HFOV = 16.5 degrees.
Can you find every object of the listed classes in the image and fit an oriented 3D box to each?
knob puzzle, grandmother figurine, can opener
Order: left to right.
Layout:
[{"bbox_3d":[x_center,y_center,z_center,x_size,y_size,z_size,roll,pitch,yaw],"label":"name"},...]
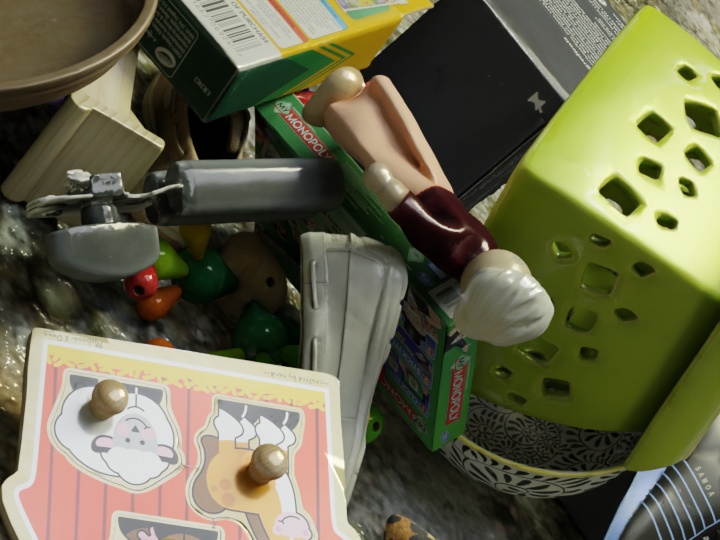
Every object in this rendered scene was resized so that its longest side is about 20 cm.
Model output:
[{"bbox_3d":[-0.099,-0.033,1.417,0.200,0.053,0.067,-9,87,-35],"label":"can opener"},{"bbox_3d":[-0.088,0.128,1.279,0.219,0.030,0.220,12,58,-20],"label":"knob puzzle"},{"bbox_3d":[0.041,-0.034,1.415,0.121,0.061,0.200,15,31,-53],"label":"grandmother figurine"}]

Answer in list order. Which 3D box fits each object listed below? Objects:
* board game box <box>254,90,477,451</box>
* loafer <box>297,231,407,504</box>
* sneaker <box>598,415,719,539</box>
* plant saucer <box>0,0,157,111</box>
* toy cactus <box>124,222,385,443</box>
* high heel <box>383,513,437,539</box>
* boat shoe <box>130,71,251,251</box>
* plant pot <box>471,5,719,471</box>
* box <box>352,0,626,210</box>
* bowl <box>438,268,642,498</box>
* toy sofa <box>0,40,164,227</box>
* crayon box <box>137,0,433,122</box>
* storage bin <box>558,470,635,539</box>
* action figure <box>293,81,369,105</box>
[{"bbox_3d":[0.000,0.000,1.527,0.029,0.135,0.200,-29,60,-21],"label":"board game box"},{"bbox_3d":[-0.028,0.077,1.402,0.070,0.201,0.070,14,-5,-5],"label":"loafer"},{"bbox_3d":[0.204,0.168,1.622,0.078,0.200,0.070,28,-18,7],"label":"sneaker"},{"bbox_3d":[-0.213,-0.146,1.401,0.199,0.030,0.200,1,37,0],"label":"plant saucer"},{"bbox_3d":[-0.061,0.022,1.496,0.200,0.102,0.165,27,23,-22],"label":"toy cactus"},{"bbox_3d":[0.042,0.233,1.387,0.200,0.071,0.142,65,22,9],"label":"high heel"},{"bbox_3d":[-0.098,-0.088,1.589,0.071,0.064,0.200,40,28,-22],"label":"boat shoe"},{"bbox_3d":[0.177,-0.007,1.542,0.181,0.200,0.199,33,47,6],"label":"plant pot"},{"bbox_3d":[0.076,-0.119,1.756,0.118,0.197,0.200,51,26,3],"label":"box"},{"bbox_3d":[0.110,0.082,1.635,0.200,0.094,0.201,8,47,-9],"label":"bowl"},{"bbox_3d":[-0.171,-0.122,1.496,0.097,0.083,0.200,30,32,-20],"label":"toy sofa"},{"bbox_3d":[-0.062,-0.171,1.530,0.126,0.052,0.200,49,39,14],"label":"crayon box"},{"bbox_3d":[0.232,0.160,1.731,0.200,0.146,0.134,54,36,7],"label":"storage bin"},{"bbox_3d":[-0.013,-0.098,1.622,0.065,0.099,0.200,29,-22,46],"label":"action figure"}]
